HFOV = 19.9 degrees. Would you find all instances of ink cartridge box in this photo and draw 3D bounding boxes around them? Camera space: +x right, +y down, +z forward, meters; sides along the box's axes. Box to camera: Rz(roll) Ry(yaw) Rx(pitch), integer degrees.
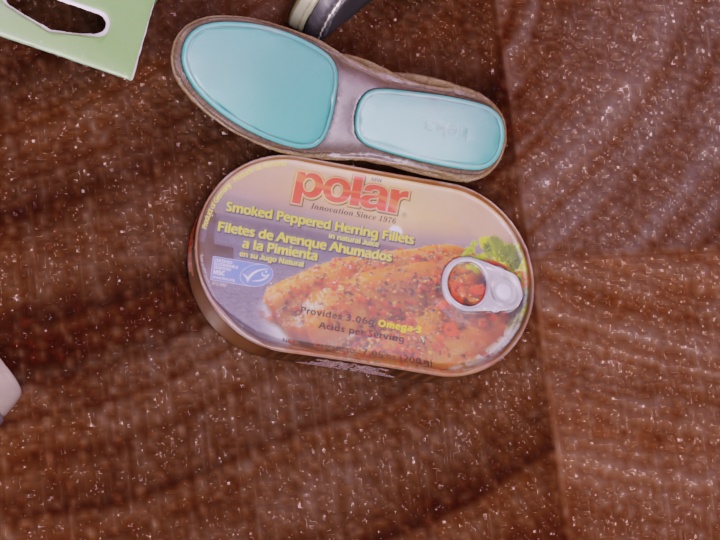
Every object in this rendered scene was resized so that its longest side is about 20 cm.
[{"bbox_3d":[-0.151,-0.202,1.140,0.103,0.059,0.202,19,72,-12],"label":"ink cartridge box"}]

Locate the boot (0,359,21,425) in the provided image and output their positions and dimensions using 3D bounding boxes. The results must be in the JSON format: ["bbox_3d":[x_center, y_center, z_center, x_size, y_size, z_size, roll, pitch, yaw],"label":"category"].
[{"bbox_3d":[-0.233,0.099,1.034,0.146,0.070,0.201,-35,90,-25],"label":"boot"}]

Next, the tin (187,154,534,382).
[{"bbox_3d":[0.000,0.000,1.152,0.198,0.042,0.113,10,78,-16],"label":"tin"}]

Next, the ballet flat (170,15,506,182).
[{"bbox_3d":[-0.015,-0.094,1.150,0.198,0.072,0.068,11,91,-15],"label":"ballet flat"}]

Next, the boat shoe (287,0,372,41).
[{"bbox_3d":[0.039,-0.196,1.194,0.066,0.072,0.201,42,63,1],"label":"boat shoe"}]
